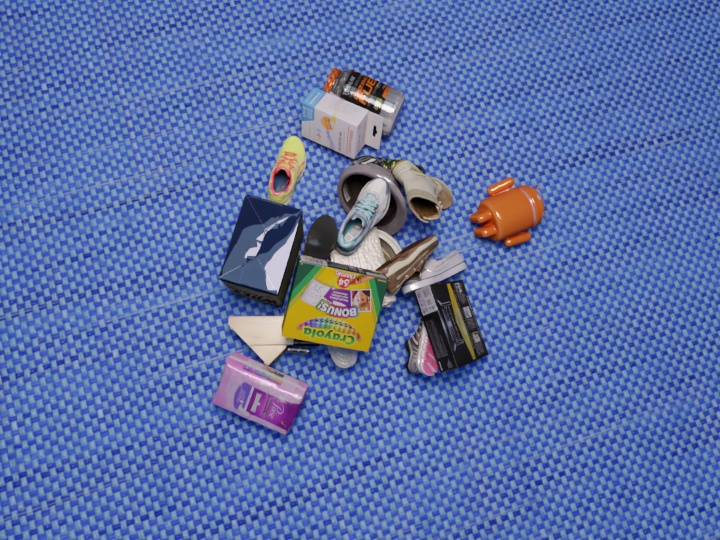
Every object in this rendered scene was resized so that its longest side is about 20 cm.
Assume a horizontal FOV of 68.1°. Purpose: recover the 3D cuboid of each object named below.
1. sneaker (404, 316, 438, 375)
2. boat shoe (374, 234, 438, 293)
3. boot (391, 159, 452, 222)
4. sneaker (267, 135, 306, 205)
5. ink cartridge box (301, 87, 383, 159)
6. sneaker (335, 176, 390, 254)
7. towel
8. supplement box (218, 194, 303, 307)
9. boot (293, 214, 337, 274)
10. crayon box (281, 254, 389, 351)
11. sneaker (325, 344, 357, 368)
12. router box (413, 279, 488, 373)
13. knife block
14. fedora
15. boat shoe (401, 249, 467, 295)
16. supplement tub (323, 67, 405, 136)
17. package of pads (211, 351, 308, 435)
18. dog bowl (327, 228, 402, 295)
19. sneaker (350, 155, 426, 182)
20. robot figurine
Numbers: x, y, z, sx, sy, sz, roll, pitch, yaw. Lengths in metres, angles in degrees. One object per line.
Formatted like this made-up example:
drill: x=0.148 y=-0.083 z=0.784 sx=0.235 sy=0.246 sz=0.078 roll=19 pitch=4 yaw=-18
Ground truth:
sneaker: x=0.151 y=0.166 z=1.299 sx=0.074 sy=0.087 sz=0.201 roll=35 pitch=52 yaw=-29
boat shoe: x=0.119 y=-0.012 z=1.261 sx=0.202 sy=0.075 sz=0.075 roll=-33 pitch=100 yaw=-30
boot: x=0.170 y=-0.173 z=1.307 sx=0.199 sy=0.072 sz=0.155 roll=27 pitch=31 yaw=-35
sneaker: x=-0.185 y=-0.255 z=1.347 sx=0.078 sy=0.090 sz=0.202 roll=11 pitch=76 yaw=-1
ink cartridge box: x=-0.048 y=-0.363 z=1.347 sx=0.199 sy=0.115 sz=0.068 roll=26 pitch=59 yaw=11
sneaker: x=0.011 y=-0.125 z=1.219 sx=0.077 sy=0.086 sz=0.201 roll=29 pitch=87 yaw=0
towel: x=0.000 y=0.000 z=1.266 sx=0.131 sy=0.034 sz=0.202 roll=-12 pitch=79 yaw=-9
supplement box: x=-0.222 y=-0.038 z=1.241 sx=0.133 sy=0.200 sz=0.201 roll=16 pitch=77 yaw=-2
boot: x=-0.121 y=-0.029 z=1.261 sx=0.069 sy=0.174 sz=0.202 roll=18 pitch=86 yaw=-15
crayon box: x=-0.057 y=0.073 z=1.161 sx=0.198 sy=0.058 sz=0.174 roll=12 pitch=105 yaw=-13
sneaker: x=-0.061 y=0.128 z=1.261 sx=0.076 sy=0.081 sz=0.201 roll=-16 pitch=99 yaw=14
router box: x=0.219 y=0.128 z=1.278 sx=0.157 sy=0.052 sz=0.201 roll=-5 pitch=74 yaw=-50
knife block: x=-0.190 y=0.134 z=1.280 sx=0.200 sy=0.064 sz=0.176 roll=44 pitch=77 yaw=5
fedora: x=0.040 y=-0.192 z=1.338 sx=0.199 sy=0.177 sz=0.090 roll=36 pitch=47 yaw=-1
boat shoe: x=0.175 y=0.003 z=1.325 sx=0.199 sy=0.074 sz=0.066 roll=-21 pitch=81 yaw=-33
supplement tub: x=0.006 y=-0.440 z=1.386 sx=0.199 sy=0.123 sz=0.123 roll=23 pitch=77 yaw=0
package of pads: x=-0.230 y=0.283 z=1.220 sx=0.199 sy=0.076 sz=0.121 roll=24 pitch=111 yaw=1
dog bowl: x=0.010 y=-0.003 z=1.321 sx=0.198 sy=0.074 sz=0.202 roll=1 pitch=78 yaw=-6
sneaker: x=0.074 y=-0.265 z=1.376 sx=0.198 sy=0.083 sz=0.071 roll=10 pitch=78 yaw=-1
robot figurine: x=0.382 y=-0.149 z=1.362 sx=0.199 sy=0.117 sz=0.144 roll=-21 pitch=62 yaw=-9
